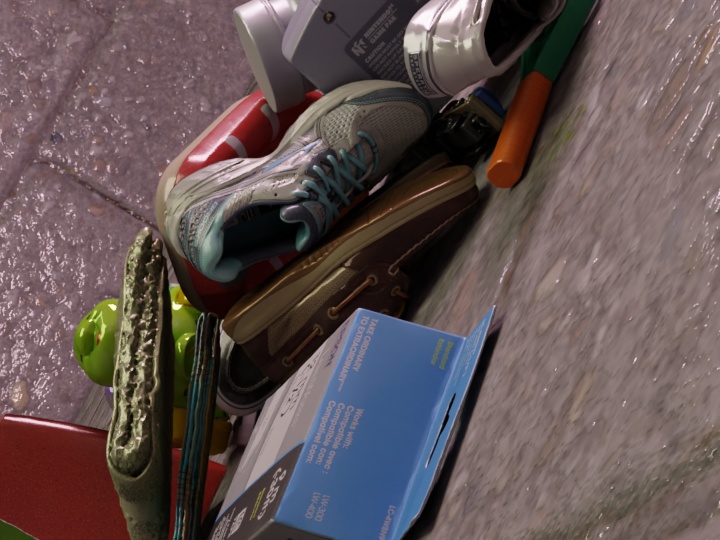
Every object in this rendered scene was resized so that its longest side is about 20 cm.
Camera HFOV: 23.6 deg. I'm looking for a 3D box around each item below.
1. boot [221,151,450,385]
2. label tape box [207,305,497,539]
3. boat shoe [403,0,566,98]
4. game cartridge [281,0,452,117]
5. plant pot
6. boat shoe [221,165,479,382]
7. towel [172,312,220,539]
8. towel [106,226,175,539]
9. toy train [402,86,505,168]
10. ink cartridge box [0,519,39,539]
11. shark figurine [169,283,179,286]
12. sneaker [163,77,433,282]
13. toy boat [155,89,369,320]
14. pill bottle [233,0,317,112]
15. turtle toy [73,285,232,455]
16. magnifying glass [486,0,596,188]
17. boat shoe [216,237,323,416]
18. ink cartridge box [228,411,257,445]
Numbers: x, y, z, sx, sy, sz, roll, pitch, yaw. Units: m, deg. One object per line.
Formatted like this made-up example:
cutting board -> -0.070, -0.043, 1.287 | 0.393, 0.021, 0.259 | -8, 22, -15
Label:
boot -> 0.000, 0.000, 1.192 | 0.200, 0.076, 0.074 | -43, -2, 12
label tape box -> -0.013, 0.102, 0.939 | 0.200, 0.066, 0.144 | -50, 14, 53
boat shoe -> 0.097, -0.177, 1.079 | 0.065, 0.073, 0.200 | -4, 29, 37
game cartridge -> 0.045, -0.191, 1.175 | 0.200, 0.133, 0.041 | -46, 35, 6
plant pot -> -0.239, 0.225, 1.348 | 0.201, 0.175, 0.200 | -64, 6, -28
boat shoe -> 0.004, 0.006, 1.123 | 0.199, 0.072, 0.072 | -34, 9, 15
towel -> -0.120, 0.143, 1.218 | 0.147, 0.021, 0.202 | 107, 169, -73
towel -> -0.154, 0.087, 1.221 | 0.149, 0.036, 0.202 | 92, 176, -58
toy train -> 0.064, -0.098, 1.221 | 0.046, 0.034, 0.200 | -50, 8, -9
ink cartridge box -> -0.224, 0.260, 1.149 | 0.148, 0.199, 0.076 | -53, 12, 35
shark figurine -> -0.129, 0.013, 1.603 | 0.128, 0.089, 0.216 | 74, -148, -63
sneaker -> -0.031, -0.052, 1.151 | 0.199, 0.078, 0.086 | -32, 35, -2
toy boat -> -0.052, -0.055, 1.265 | 0.129, 0.132, 0.200 | -2, 31, 30
pill bottle -> 0.013, -0.191, 1.251 | 0.198, 0.113, 0.112 | -24, 7, -7
turtle toy -> -0.163, 0.069, 1.403 | 0.200, 0.100, 0.147 | 38, -120, -73
magnifying glass -> 0.117, -0.131, 1.088 | 0.080, 0.022, 0.201 | -47, 15, 52
boat shoe -> -0.057, 0.021, 1.360 | 0.201, 0.072, 0.071 | -60, 6, -13
ink cartridge box -> -0.070, 0.055, 1.474 | 0.160, 0.047, 0.202 | 159, 123, -74
